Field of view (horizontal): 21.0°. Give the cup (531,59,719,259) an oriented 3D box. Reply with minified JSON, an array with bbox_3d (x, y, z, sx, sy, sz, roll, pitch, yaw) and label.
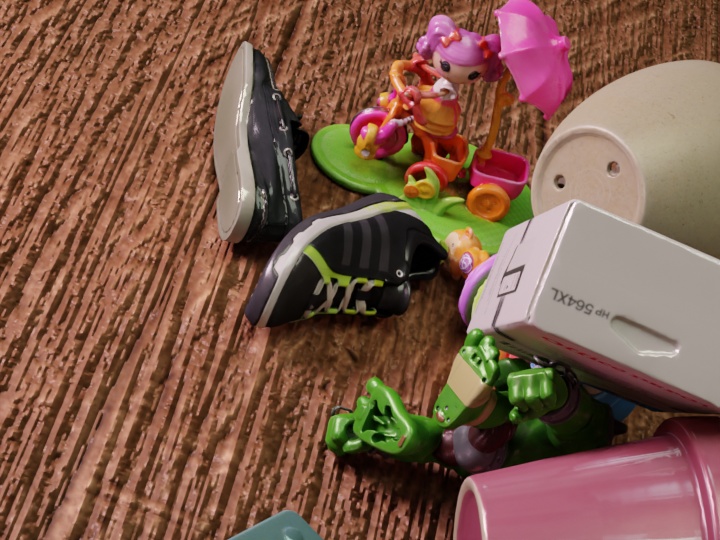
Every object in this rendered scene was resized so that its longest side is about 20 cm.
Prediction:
[{"bbox_3d":[0.210,-0.058,1.451,0.143,0.201,0.200,-5,45,-49],"label":"cup"}]

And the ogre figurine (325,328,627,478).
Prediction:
[{"bbox_3d":[0.080,0.101,1.258,0.120,0.200,0.098,21,44,-38],"label":"ogre figurine"}]

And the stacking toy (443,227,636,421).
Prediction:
[{"bbox_3d":[0.117,0.026,1.426,0.109,0.116,0.200,-6,35,-33],"label":"stacking toy"}]

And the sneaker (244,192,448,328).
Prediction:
[{"bbox_3d":[0.000,0.000,1.401,0.083,0.072,0.200,39,39,16],"label":"sneaker"}]

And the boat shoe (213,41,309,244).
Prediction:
[{"bbox_3d":[-0.070,-0.094,1.475,0.066,0.075,0.200,14,38,-18],"label":"boat shoe"}]

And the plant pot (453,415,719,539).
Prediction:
[{"bbox_3d":[0.152,0.187,1.175,0.178,0.201,0.200,1,40,-6],"label":"plant pot"}]

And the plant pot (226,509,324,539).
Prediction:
[{"bbox_3d":[-0.066,0.230,0.976,0.141,0.200,0.141,43,41,23],"label":"plant pot"}]

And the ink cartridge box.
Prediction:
[{"bbox_3d":[0.162,0.028,1.221,0.146,0.085,0.200,23,-7,-5],"label":"ink cartridge box"}]

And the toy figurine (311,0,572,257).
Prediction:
[{"bbox_3d":[0.082,-0.135,1.518,0.199,0.184,0.150,20,37,-5],"label":"toy figurine"}]
